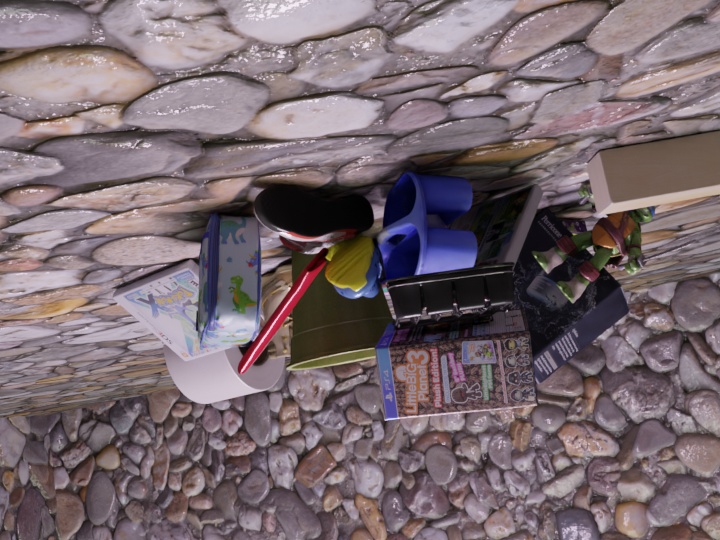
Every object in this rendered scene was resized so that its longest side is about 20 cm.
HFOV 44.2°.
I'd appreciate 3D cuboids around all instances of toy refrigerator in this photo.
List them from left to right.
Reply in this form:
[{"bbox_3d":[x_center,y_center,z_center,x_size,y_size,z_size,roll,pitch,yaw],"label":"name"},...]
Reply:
[{"bbox_3d":[0.421,-0.135,1.218,0.198,0.077,0.070,-10,170,-5],"label":"toy refrigerator"}]

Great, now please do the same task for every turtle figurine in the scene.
[{"bbox_3d":[0.361,-0.053,1.337,0.194,0.144,0.200,-40,-173,8],"label":"turtle figurine"}]

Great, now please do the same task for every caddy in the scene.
[{"bbox_3d":[0.073,-0.047,1.138,0.104,0.143,0.200,-2,168,-13],"label":"caddy"}]

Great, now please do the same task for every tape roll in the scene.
[{"bbox_3d":[-0.252,0.137,1.655,0.138,0.205,0.202,-16,169,28],"label":"tape roll"}]

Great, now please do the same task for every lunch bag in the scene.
[{"bbox_3d":[-0.177,0.016,1.190,0.081,0.163,0.200,3,167,-11],"label":"lunch bag"}]

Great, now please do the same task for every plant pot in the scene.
[{"bbox_3d":[-0.035,0.047,1.413,0.198,0.192,0.200,-10,169,-2],"label":"plant pot"}]

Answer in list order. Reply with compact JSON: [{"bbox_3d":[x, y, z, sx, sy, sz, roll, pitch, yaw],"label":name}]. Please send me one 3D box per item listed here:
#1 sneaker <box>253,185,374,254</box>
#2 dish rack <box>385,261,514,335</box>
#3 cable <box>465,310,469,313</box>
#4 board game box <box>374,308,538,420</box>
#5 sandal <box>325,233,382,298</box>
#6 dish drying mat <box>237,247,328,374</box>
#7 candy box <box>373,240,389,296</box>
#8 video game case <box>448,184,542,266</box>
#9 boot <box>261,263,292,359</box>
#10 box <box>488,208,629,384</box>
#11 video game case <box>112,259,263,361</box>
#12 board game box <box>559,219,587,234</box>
[{"bbox_3d":[-0.083,-0.058,1.140,0.107,0.068,0.200,-22,167,40],"label":"sneaker"},{"bbox_3d":[0.107,0.040,1.101,0.152,0.055,0.200,-7,171,0],"label":"dish rack"},{"bbox_3d":[0.186,-0.014,1.300,0.050,0.201,0.097,33,-179,2],"label":"cable"},{"bbox_3d":[0.130,0.122,1.187,0.198,0.098,0.159,-7,-173,10],"label":"board game box"},{"bbox_3d":[0.000,0.000,1.198,0.079,0.087,0.200,-33,-166,7],"label":"sandal"},{"bbox_3d":[-0.105,0.056,1.189,0.200,0.018,0.077,-53,180,30],"label":"dish drying mat"},{"bbox_3d":[0.078,-0.008,1.551,0.167,0.078,0.200,-7,170,-24],"label":"candy box"},{"bbox_3d":[0.159,-0.030,1.268,0.181,0.022,0.201,-20,-151,42],"label":"video game case"},{"bbox_3d":[-0.117,0.071,1.558,0.072,0.157,0.199,-2,167,-39],"label":"boot"},{"bbox_3d":[0.306,0.042,1.485,0.199,0.197,0.117,-39,147,3],"label":"box"},{"bbox_3d":[-0.285,0.072,1.462,0.199,0.022,0.182,-19,127,36],"label":"video game case"},{"bbox_3d":[0.309,-0.066,1.615,0.199,0.033,0.120,0,161,-43],"label":"board game box"}]
